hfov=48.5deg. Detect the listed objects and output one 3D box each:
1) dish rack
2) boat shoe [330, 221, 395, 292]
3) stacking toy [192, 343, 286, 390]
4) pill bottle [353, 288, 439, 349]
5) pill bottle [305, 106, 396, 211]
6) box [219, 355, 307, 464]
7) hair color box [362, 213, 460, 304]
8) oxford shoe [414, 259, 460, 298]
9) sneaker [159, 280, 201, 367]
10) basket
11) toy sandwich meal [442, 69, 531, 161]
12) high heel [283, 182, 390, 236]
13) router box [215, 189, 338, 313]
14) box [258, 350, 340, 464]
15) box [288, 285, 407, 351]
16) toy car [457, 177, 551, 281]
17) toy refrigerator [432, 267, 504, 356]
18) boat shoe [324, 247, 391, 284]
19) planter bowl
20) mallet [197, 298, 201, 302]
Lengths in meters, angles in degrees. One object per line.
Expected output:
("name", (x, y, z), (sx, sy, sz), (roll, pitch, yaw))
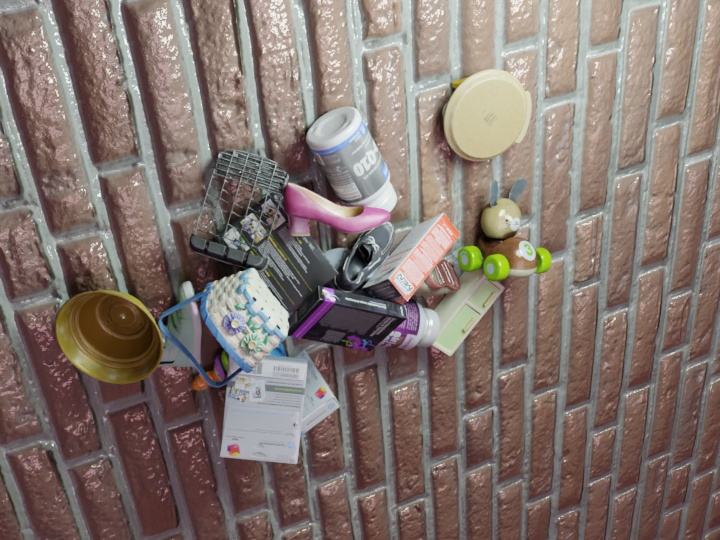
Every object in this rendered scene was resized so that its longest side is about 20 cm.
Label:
("dish rack", (-0.218, -0.112, 1.456), (0.151, 0.055, 0.203), (17, 86, -4))
("boat shoe", (0.017, -0.032, 1.593), (0.073, 0.063, 0.201), (43, 60, -5))
("stacking toy", (-0.256, 0.192, 1.621), (0.198, 0.117, 0.110), (-30, 123, 6))
("pill bottle", (0.068, 0.110, 1.713), (0.197, 0.112, 0.114), (12, 111, -29))
("pill bottle", (-0.012, -0.195, 1.511), (0.113, 0.114, 0.201), (-35, 126, -4))
("box", (-0.187, 0.266, 1.548), (0.153, 0.041, 0.204), (6, 97, -3))
("hair color box", (0.103, -0.018, 1.609), (0.064, 0.110, 0.200), (49, 61, -11))
("oxford shoe", (0.157, 0.022, 1.711), (0.074, 0.071, 0.199), (-29, 164, 22))
("sneaker", (-0.364, 0.112, 1.519), (0.116, 0.074, 0.203), (-5, 128, -18))
("basket", (-0.242, 0.102, 1.441), (0.198, 0.140, 0.177), (-32, 114, 17))
("toy sandwich meal", (0.251, -0.317, 1.603), (0.202, 0.070, 0.208), (-9, 121, -15))
("high heel", (-0.043, -0.122, 1.468), (0.196, 0.068, 0.098), (-4, 113, -3))
("router box", (-0.157, -0.030, 1.514), (0.148, 0.051, 0.201), (-36, 95, -2))
("box", (-0.160, 0.281, 1.660), (0.199, 0.156, 0.041), (-37, 134, -3))
("box", (-0.027, 0.096, 1.543), (0.197, 0.037, 0.143), (15, 141, -29))
("toy car", (0.314, -0.095, 1.710), (0.162, 0.157, 0.204), (-8, 108, -35))
("toy refrigerator", (0.229, 0.089, 1.805), (0.076, 0.070, 0.201), (33, 99, -34))
("boat shoe", (0.000, 0.000, 1.656), (0.197, 0.071, 0.066), (0, 153, -30))
("planter bowl", (-0.447, 0.103, 1.464), (0.196, 0.084, 0.203), (2, 120, 4))
("mallet", (-0.241, 0.026, 1.572), (0.196, 0.067, 0.041), (-9, 142, -4))
